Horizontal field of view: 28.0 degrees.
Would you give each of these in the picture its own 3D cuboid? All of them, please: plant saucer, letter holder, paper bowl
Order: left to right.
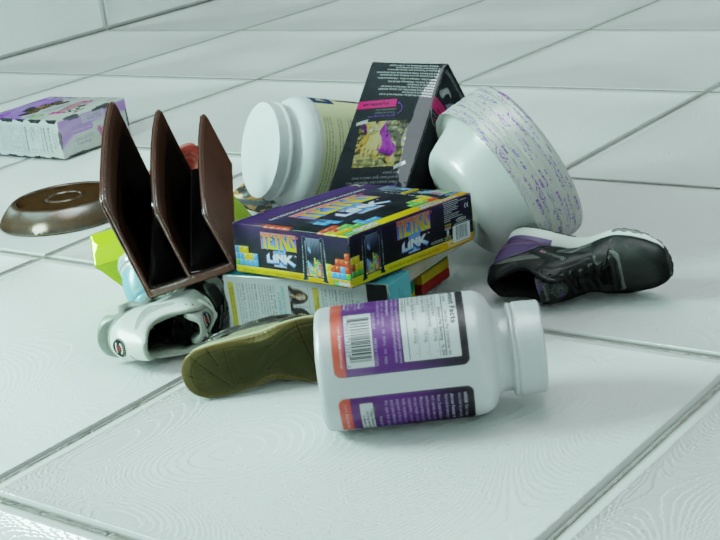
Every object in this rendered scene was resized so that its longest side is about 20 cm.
[{"bbox_3d":[-0.434,-0.096,2.124,0.199,0.032,0.200,-6,18,2],"label":"plant saucer"},{"bbox_3d":[-0.206,-0.097,1.538,0.100,0.143,0.201,-18,37,7],"label":"letter holder"},{"bbox_3d":[0.154,-0.102,1.649,0.104,0.201,0.201,-34,24,-9],"label":"paper bowl"}]

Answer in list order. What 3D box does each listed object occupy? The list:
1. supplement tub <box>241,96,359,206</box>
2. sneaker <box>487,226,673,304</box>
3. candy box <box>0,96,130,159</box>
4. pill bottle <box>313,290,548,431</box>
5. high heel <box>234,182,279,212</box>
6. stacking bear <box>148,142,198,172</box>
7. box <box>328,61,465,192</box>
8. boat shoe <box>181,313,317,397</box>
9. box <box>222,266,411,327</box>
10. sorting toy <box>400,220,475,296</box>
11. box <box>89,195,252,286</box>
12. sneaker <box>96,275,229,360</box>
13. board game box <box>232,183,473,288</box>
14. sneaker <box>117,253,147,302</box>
[{"bbox_3d":[-0.041,-0.149,1.875,0.199,0.146,0.145,2,12,-28],"label":"supplement tub"},{"bbox_3d":[0.228,0.008,1.517,0.199,0.076,0.088,2,35,36],"label":"sneaker"},{"bbox_3d":[-0.541,-0.258,2.578,0.199,0.072,0.167,6,23,36],"label":"candy box"},{"bbox_3d":[0.063,0.077,1.282,0.199,0.112,0.112,-6,18,3],"label":"pill bottle"},{"bbox_3d":[-0.135,-0.141,2.066,0.142,0.072,0.200,-7,26,-18],"label":"high heel"},{"bbox_3d":[-0.256,-0.073,1.828,0.113,0.122,0.200,-30,7,-26],"label":"stacking bear"},{"bbox_3d":[0.052,-0.138,1.751,0.105,0.122,0.201,6,66,28],"label":"box"},{"bbox_3d":[-0.077,0.072,1.417,0.199,0.072,0.066,-12,23,-1],"label":"boat shoe"},{"bbox_3d":[-0.043,0.039,1.483,0.199,0.083,0.049,4,21,29],"label":"box"},{"bbox_3d":[0.000,0.000,1.595,0.199,0.070,0.199,4,19,29],"label":"sorting toy"},{"bbox_3d":[-0.197,-0.031,1.673,0.199,0.048,0.122,-15,-20,10],"label":"box"},{"bbox_3d":[-0.174,0.048,1.538,0.200,0.075,0.088,-32,32,-34],"label":"sneaker"},{"bbox_3d":[-0.006,-0.041,1.502,0.165,0.057,0.199,9,20,40],"label":"board game box"},{"bbox_3d":[-0.176,0.024,1.636,0.199,0.082,0.074,0,-28,-25],"label":"sneaker"}]
